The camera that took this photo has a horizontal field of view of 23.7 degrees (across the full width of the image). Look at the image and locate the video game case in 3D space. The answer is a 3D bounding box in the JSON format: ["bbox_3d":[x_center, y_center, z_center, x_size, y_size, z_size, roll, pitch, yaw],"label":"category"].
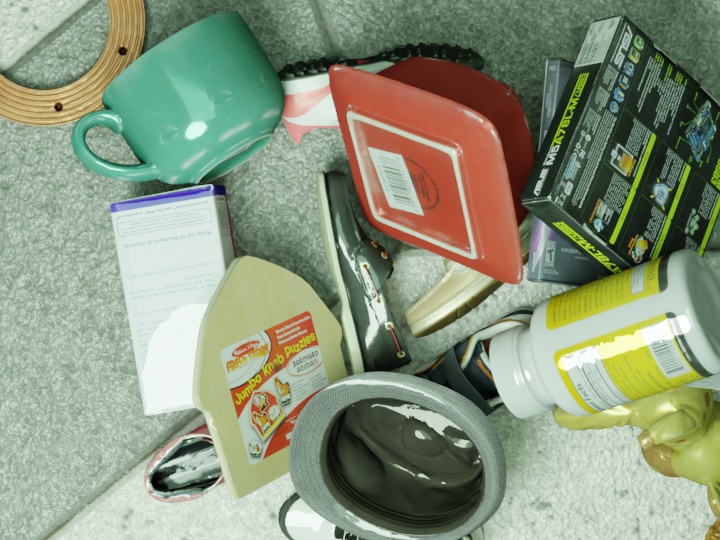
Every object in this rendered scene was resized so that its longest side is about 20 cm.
[{"bbox_3d":[0.208,-0.086,1.590,0.019,0.142,0.202,6,90,40],"label":"video game case"}]

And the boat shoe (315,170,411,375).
[{"bbox_3d":[0.000,0.000,1.630,0.063,0.074,0.203,-15,95,-2],"label":"boat shoe"}]

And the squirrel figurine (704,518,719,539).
[{"bbox_3d":[0.349,0.318,1.570,0.141,0.187,0.201,20,92,1],"label":"squirrel figurine"}]

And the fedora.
[{"bbox_3d":[0.040,0.160,1.579,0.198,0.090,0.178,12,114,7],"label":"fedora"}]

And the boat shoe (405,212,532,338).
[{"bbox_3d":[0.114,-0.018,1.630,0.200,0.074,0.069,-40,80,1],"label":"boat shoe"}]

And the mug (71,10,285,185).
[{"bbox_3d":[-0.158,-0.141,1.589,0.184,0.152,0.115,-34,87,15],"label":"mug"}]

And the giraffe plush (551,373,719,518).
[{"bbox_3d":[0.299,0.132,1.596,0.173,0.200,0.162,-49,124,-11],"label":"giraffe plush"}]

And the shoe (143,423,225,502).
[{"bbox_3d":[-0.110,0.166,1.628,0.199,0.091,0.072,-22,91,2],"label":"shoe"}]

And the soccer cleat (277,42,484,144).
[{"bbox_3d":[0.021,-0.169,1.632,0.198,0.068,0.074,-8,111,1],"label":"soccer cleat"}]

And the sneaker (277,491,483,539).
[{"bbox_3d":[0.019,0.244,1.634,0.198,0.080,0.074,6,94,3],"label":"sneaker"}]

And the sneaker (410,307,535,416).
[{"bbox_3d":[0.098,0.108,1.627,0.200,0.079,0.079,-42,92,4],"label":"sneaker"}]

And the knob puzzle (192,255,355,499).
[{"bbox_3d":[-0.089,0.084,1.572,0.030,0.219,0.222,-6,92,42],"label":"knob puzzle"}]

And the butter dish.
[{"bbox_3d":[0.091,-0.118,1.560,0.199,0.201,0.148,22,54,36],"label":"butter dish"}]

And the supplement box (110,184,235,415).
[{"bbox_3d":[-0.164,0.026,1.620,0.102,0.101,0.202,-10,91,2],"label":"supplement box"}]

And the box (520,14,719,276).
[{"bbox_3d":[0.252,-0.096,1.554,0.193,0.047,0.201,36,67,-32],"label":"box"}]

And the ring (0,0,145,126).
[{"bbox_3d":[-0.305,-0.240,1.657,0.199,0.019,0.202,0,93,2],"label":"ring"}]

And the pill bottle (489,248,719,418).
[{"bbox_3d":[0.217,0.063,1.506,0.199,0.111,0.112,-21,91,27],"label":"pill bottle"}]
